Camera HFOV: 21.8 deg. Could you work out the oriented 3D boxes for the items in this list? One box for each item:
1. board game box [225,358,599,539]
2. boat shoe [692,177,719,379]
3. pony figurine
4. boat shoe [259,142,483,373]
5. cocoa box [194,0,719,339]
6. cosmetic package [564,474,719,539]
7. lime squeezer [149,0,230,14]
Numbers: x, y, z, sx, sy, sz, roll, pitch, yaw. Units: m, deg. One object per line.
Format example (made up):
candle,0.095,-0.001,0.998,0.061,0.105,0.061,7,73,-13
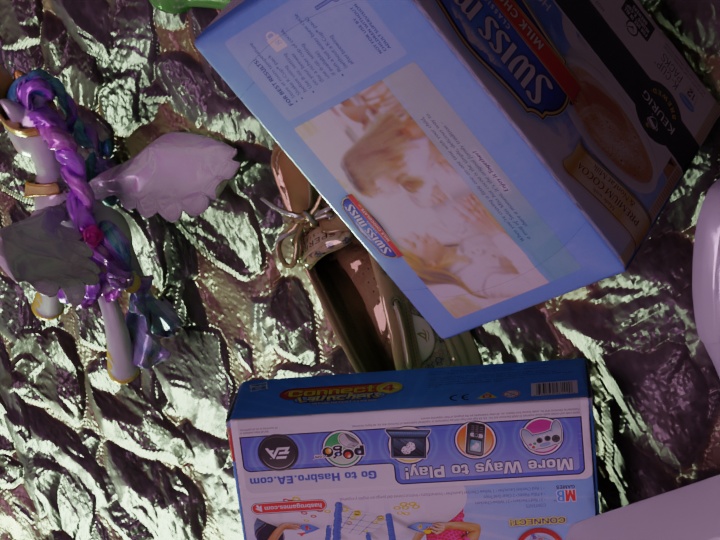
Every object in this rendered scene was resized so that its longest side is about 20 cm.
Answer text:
board game box,0.037,0.155,1.056,0.200,0.056,0.196,-4,110,6
boat shoe,0.213,0.045,0.899,0.067,0.074,0.200,8,127,39
pony figurine,-0.177,-0.026,1.227,0.193,0.166,0.200,35,146,41
boat shoe,0.000,0.000,1.098,0.200,0.063,0.073,58,139,10
cocoa box,0.048,-0.092,0.900,0.133,0.131,0.200,-24,112,46
cosmetic package,0.211,0.165,0.919,0.151,0.052,0.200,43,141,-14
lime squeezer,-0.121,-0.204,1.148,0.200,0.038,0.071,54,138,14
